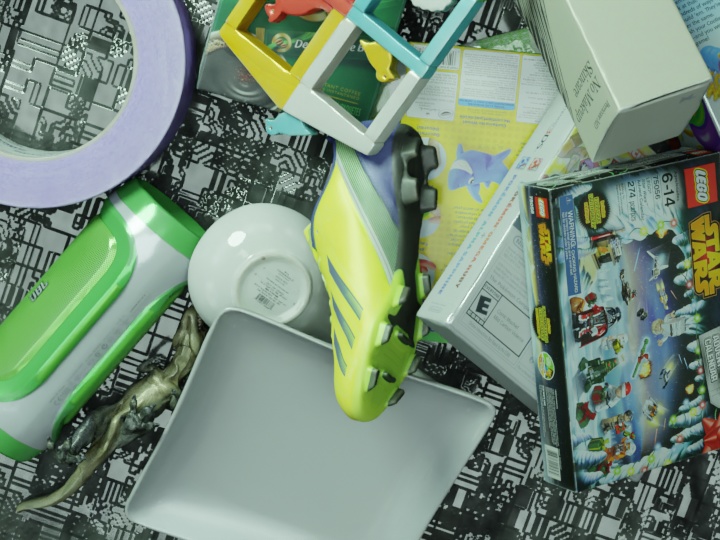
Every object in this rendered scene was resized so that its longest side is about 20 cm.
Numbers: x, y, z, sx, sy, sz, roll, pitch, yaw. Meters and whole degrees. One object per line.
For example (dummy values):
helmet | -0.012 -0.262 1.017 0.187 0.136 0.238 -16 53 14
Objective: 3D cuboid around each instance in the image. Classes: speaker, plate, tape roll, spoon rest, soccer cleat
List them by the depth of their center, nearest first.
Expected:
soccer cleat | 0.000 0.000 1.344 0.084 0.065 0.200 1 77 26
tape roll | -0.214 -0.144 1.398 0.200 0.085 0.200 0 95 0
plate | -0.037 0.124 1.411 0.199 0.032 0.200 20 121 -12
spoon rest | -0.031 0.033 1.412 0.200 0.061 0.099 40 94 -19
speaker | -0.192 0.034 1.415 0.088 0.088 0.200 41 95 -3

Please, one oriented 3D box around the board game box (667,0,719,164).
board game box | 0.236 -0.171 1.372 0.105 0.103 0.200 -26 96 -9

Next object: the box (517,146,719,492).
box | 0.175 0.030 1.332 0.137 0.040 0.200 -14 105 -28

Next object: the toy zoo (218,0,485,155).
toy zoo | -0.003 -0.167 1.309 0.131 0.020 0.200 40 107 12

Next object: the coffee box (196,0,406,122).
coffee box | -0.027 -0.200 1.358 0.123 0.044 0.200 17 109 -6

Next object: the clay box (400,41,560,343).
clay box | 0.080 -0.050 1.397 0.115 0.048 0.200 6 97 4

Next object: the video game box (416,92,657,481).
video game box | 0.158 0.011 1.368 0.200 0.047 0.182 40 79 -29

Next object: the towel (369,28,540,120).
towel | 0.090 -0.086 1.432 0.200 0.031 0.149 -12 94 4

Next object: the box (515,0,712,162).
box | 0.143 -0.177 1.303 0.068 0.082 0.200 -18 70 -13

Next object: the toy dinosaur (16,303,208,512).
toy dinosaur | -0.171 0.108 1.421 0.200 0.088 0.047 -45 88 4
